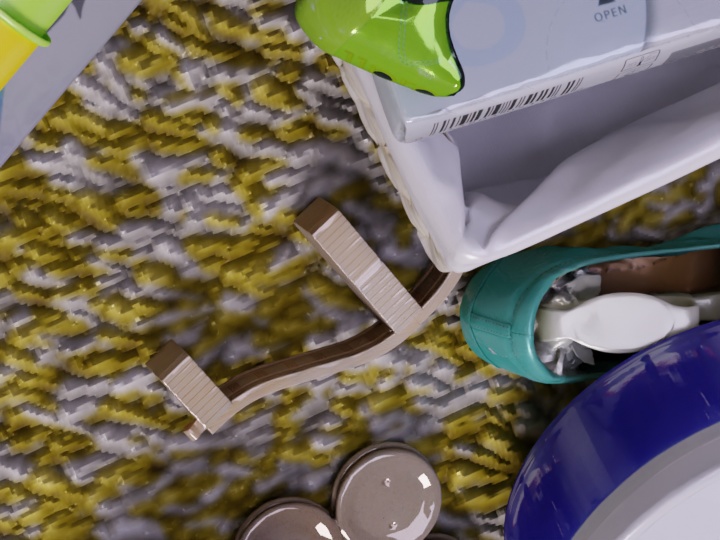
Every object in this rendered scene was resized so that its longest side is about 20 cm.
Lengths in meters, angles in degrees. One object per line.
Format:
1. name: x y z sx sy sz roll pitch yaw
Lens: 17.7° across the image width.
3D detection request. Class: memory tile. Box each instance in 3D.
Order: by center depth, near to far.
1. memory tile: -0.003 0.184 1.027 0.153 0.017 0.200 -29 113 -11

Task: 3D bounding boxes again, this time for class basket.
1. basket: 0.092 -0.093 0.894 0.199 0.123 0.136 -25 85 -6

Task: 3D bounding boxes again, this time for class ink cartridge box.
1. ink cartridge box: 0.058 -0.163 0.814 0.160 0.047 0.201 -18 86 -5

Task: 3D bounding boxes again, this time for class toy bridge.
1. toy bridge: 0.000 0.000 0.969 0.200 0.027 0.067 -44 116 -5

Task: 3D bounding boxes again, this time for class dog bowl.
1. dog bowl: 0.165 0.117 0.999 0.199 0.079 0.201 -11 132 -13

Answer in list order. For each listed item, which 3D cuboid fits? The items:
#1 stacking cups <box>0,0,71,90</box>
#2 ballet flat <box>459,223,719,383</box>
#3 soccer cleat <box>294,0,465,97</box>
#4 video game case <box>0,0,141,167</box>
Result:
1. stacking cups: -0.089 -0.138 0.803 0.200 0.061 0.060 -46 115 4
2. ballet flat: 0.143 0.018 1.005 0.199 0.070 0.068 -6 107 -19
3. soccer cleat: 0.050 -0.150 0.767 0.081 0.068 0.200 31 84 -3
4. video game case: -0.153 -0.131 0.821 0.182 0.022 0.200 -49 140 8
